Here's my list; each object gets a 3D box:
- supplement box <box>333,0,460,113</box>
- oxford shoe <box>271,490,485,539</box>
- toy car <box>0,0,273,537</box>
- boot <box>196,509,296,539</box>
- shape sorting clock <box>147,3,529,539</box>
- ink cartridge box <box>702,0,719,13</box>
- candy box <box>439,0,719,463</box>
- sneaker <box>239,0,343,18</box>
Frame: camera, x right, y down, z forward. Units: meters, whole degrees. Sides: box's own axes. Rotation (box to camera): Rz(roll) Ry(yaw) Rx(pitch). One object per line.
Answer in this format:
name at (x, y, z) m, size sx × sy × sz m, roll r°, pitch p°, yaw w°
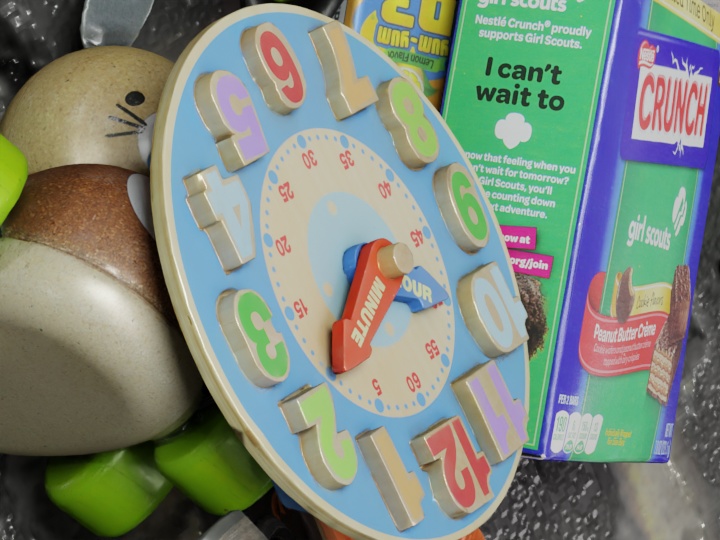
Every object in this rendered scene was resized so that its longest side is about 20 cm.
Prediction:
supplement box at (0.010, -0.126, 1.031) m, size 0.066 × 0.069 × 0.200 m, roll 8°, pitch 92°, yaw -36°
oxford shoe at (-0.009, 0.094, 0.990) m, size 0.071 × 0.073 × 0.200 m, roll -63°, pitch 154°, yaw -23°
toy car at (-0.084, -0.033, 0.929) m, size 0.164 × 0.158 × 0.200 m, roll 41°, pitch 58°, yaw -22°
boot at (0.001, 0.167, 0.881) m, size 0.174 × 0.200 × 0.069 m, roll 44°, pitch 87°, yaw 8°
shape sorting clock at (0.000, 0.000, 0.889) m, size 0.200 × 0.039 × 0.200 m, roll 29°, pitch 52°, yaw -46°
ink cartridge box at (0.170, -0.189, 1.145) m, size 0.115 × 0.068 × 0.200 m, roll -37°, pitch 116°, yaw -29°
candy box at (0.088, -0.024, 1.054) m, size 0.169 × 0.077 × 0.200 m, roll 11°, pitch 87°, yaw -66°
sneaker at (-0.004, -0.155, 0.902) m, size 0.071 × 0.200 × 0.083 m, roll 9°, pitch 48°, yaw -12°
